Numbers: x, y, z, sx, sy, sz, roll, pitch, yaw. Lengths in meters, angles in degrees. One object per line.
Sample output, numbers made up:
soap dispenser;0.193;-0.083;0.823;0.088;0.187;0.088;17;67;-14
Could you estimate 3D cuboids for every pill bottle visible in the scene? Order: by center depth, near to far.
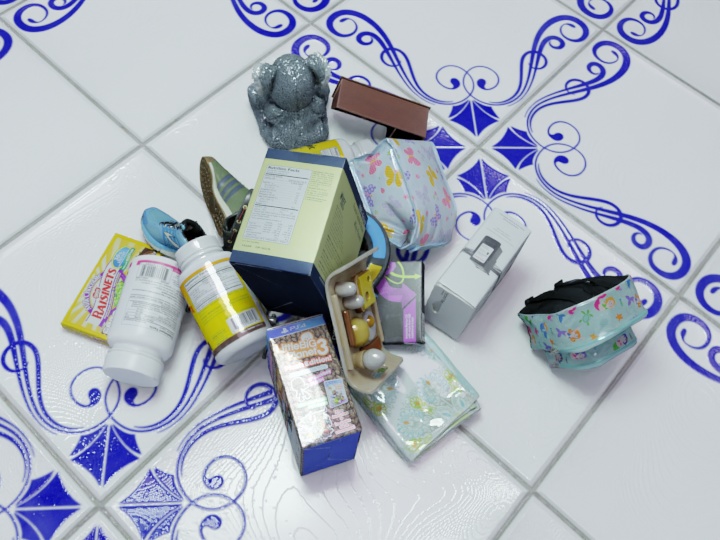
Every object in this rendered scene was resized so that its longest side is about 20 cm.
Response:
pill bottle;-0.230;0.046;1.224;0.108;0.109;0.201;-25;77;-18
pill bottle;-0.362;0.086;1.253;0.112;0.114;0.202;10;65;1
pill bottle;-0.069;-0.193;1.437;0.198;0.112;0.112;-16;63;-14

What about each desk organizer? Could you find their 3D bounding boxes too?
desk organizer;0.037;-0.315;1.509;0.198;0.072;0.078;16;63;-14

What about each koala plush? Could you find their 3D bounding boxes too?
koala plush;-0.132;-0.347;1.465;0.175;0.201;0.186;-8;62;-10

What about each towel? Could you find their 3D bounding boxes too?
towel;0.087;0.204;1.268;0.170;0.048;0.200;-33;68;-21

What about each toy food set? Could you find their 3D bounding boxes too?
toy food set;0.016;0.075;1.168;0.060;0.202;0.143;-6;13;27

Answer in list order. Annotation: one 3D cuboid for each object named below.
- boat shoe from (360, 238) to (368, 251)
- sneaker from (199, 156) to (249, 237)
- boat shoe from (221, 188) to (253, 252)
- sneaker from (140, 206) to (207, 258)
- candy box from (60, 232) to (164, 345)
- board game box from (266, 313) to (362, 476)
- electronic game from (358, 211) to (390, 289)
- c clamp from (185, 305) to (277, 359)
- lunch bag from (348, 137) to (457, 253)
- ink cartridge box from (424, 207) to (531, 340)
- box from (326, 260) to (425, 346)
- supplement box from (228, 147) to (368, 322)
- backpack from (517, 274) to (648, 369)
boat shoe;0.000;0.000;1.362;0.070;0.065;0.202;10;61;1
sneaker;-0.247;-0.141;1.426;0.089;0.067;0.201;-2;49;-30
boat shoe;-0.210;-0.076;1.298;0.063;0.201;0.074;33;51;-13
sneaker;-0.319;-0.067;1.342;0.199;0.091;0.078;34;40;22
candy box;-0.443;0.031;1.330;0.101;0.027;0.202;17;61;7
board game box;-0.079;0.203;1.190;0.096;0.160;0.202;-14;64;-13
electronic game;-0.044;-0.026;1.294;0.197;0.042;0.202;-7;61;12
c clamp;-0.237;0.053;1.334;0.198;0.027;0.172;16;60;5
lunch bag;0.086;-0.131;1.370;0.169;0.126;0.202;-13;78;-54
ink cartridge box;0.206;0.009;1.329;0.083;0.146;0.200;35;64;12
box;0.014;0.059;1.294;0.197;0.036;0.145;-3;76;15
supplement box;-0.089;-0.052;1.179;0.133;0.200;0.202;10;68;15
backpack;0.390;0.084;1.275;0.176;0.200;0.152;-24;85;-18
